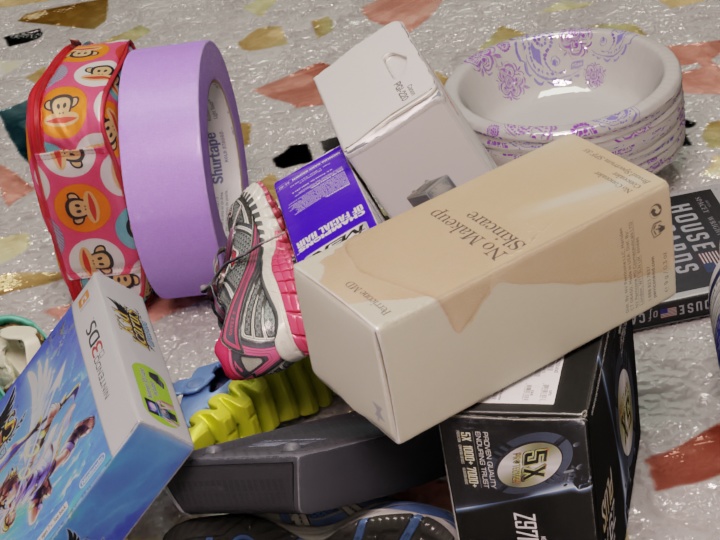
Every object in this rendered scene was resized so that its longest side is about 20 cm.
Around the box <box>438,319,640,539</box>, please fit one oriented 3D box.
[{"bbox_3d":[0.116,0.092,0.980,0.085,0.165,0.200,0,32,16],"label":"box"}]

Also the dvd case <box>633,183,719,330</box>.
[{"bbox_3d":[0.208,-0.005,1.239,0.198,0.025,0.151,-12,32,-1],"label":"dvd case"}]

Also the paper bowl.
[{"bbox_3d":[0.172,-0.117,1.348,0.199,0.105,0.201,-8,30,4],"label":"paper bowl"}]

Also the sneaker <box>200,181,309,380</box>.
[{"bbox_3d":[-0.075,0.003,1.115,0.074,0.081,0.200,-25,27,2],"label":"sneaker"}]

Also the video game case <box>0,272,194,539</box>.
[{"bbox_3d":[-0.195,0.127,1.014,0.200,0.045,0.182,-52,30,13],"label":"video game case"}]

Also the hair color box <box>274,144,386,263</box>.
[{"bbox_3d":[0.000,0.000,1.086,0.065,0.110,0.200,-30,21,2],"label":"hair color box"}]

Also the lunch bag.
[{"bbox_3d":[-0.203,-0.085,1.317,0.081,0.201,0.177,-4,30,9],"label":"lunch bag"}]

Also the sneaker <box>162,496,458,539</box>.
[{"bbox_3d":[-0.028,0.179,0.990,0.198,0.076,0.077,-3,5,17],"label":"sneaker"}]

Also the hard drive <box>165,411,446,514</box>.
[{"bbox_3d":[-0.016,0.117,1.005,0.134,0.043,0.199,-7,0,39],"label":"hard drive"}]

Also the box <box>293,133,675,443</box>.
[{"bbox_3d":[0.072,0.006,0.900,0.199,0.078,0.095,-26,35,-24],"label":"box"}]

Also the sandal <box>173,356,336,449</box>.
[{"bbox_3d":[-0.085,0.081,1.140,0.087,0.080,0.200,15,38,40],"label":"sandal"}]

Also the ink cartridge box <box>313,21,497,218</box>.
[{"bbox_3d":[0.059,-0.065,1.182,0.084,0.200,0.146,-31,30,6],"label":"ink cartridge box"}]

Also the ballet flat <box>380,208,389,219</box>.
[{"bbox_3d":[0.032,-0.005,1.257,0.066,0.057,0.200,-15,32,-9],"label":"ballet flat"}]

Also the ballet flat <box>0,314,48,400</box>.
[{"bbox_3d":[-0.233,0.088,1.174,0.067,0.071,0.200,-25,35,-23],"label":"ballet flat"}]

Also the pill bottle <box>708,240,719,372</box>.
[{"bbox_3d":[0.293,0.035,1.061,0.119,0.120,0.201,-5,32,9],"label":"pill bottle"}]

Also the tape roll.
[{"bbox_3d":[-0.138,-0.080,1.289,0.065,0.201,0.201,-7,32,5],"label":"tape roll"}]
